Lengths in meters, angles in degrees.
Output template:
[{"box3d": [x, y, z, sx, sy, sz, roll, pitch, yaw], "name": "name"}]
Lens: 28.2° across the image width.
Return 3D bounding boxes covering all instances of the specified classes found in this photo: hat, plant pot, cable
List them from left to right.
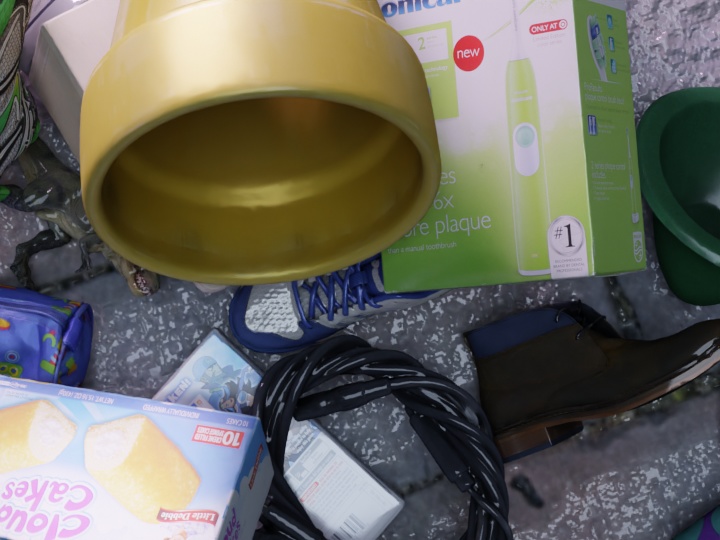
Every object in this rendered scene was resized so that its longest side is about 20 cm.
[{"box3d": [-0.062, -0.120, 0.824, 0.198, 0.201, 0.191, -5, 61, -2], "name": "plant pot"}, {"box3d": [0.014, 0.139, 0.966, 0.198, 0.051, 0.165, 23, 83, 1], "name": "cable"}, {"box3d": [0.240, -0.001, 1.029, 0.164, 0.177, 0.201, 18, 50, -4], "name": "hat"}]

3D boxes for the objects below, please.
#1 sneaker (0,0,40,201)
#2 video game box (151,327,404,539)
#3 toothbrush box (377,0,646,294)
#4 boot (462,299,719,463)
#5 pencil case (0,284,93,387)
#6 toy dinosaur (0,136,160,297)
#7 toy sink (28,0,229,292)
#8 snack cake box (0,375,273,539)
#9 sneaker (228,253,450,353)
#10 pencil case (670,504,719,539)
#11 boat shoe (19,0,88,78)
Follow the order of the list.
[{"box3d": [-0.242, -0.122, 0.911, 0.078, 0.085, 0.201, 55, 132, 31], "name": "sneaker"}, {"box3d": [-0.101, 0.175, 1.000, 0.182, 0.047, 0.200, 42, 88, -4], "name": "video game box"}, {"box3d": [0.086, -0.092, 0.874, 0.144, 0.086, 0.203, -4, 89, 33], "name": "toothbrush box"}, {"box3d": [0.158, 0.052, 0.970, 0.199, 0.074, 0.098, -29, 81, 28], "name": "boot"}, {"box3d": [-0.282, 0.036, 0.973, 0.198, 0.087, 0.079, 16, 55, -3], "name": "pencil case"}, {"box3d": [-0.223, -0.044, 0.999, 0.088, 0.047, 0.200, -40, 87, -5], "name": "toy dinosaur"}, {"box3d": [-0.112, -0.087, 0.953, 0.130, 0.112, 0.201, -32, 88, -22], "name": "toy sink"}, {"box3d": [-0.166, 0.143, 0.902, 0.198, 0.068, 0.116, 7, 50, 14], "name": "snack cake box"}, {"box3d": [0.000, 0.000, 0.984, 0.198, 0.088, 0.076, -23, 92, -1], "name": "sneaker"}, {"box3d": [0.315, 0.174, 0.998, 0.199, 0.085, 0.093, -35, 75, -2], "name": "pencil case"}, {"box3d": [-0.176, -0.222, 0.988, 0.066, 0.072, 0.200, 41, 93, 13], "name": "boat shoe"}]
